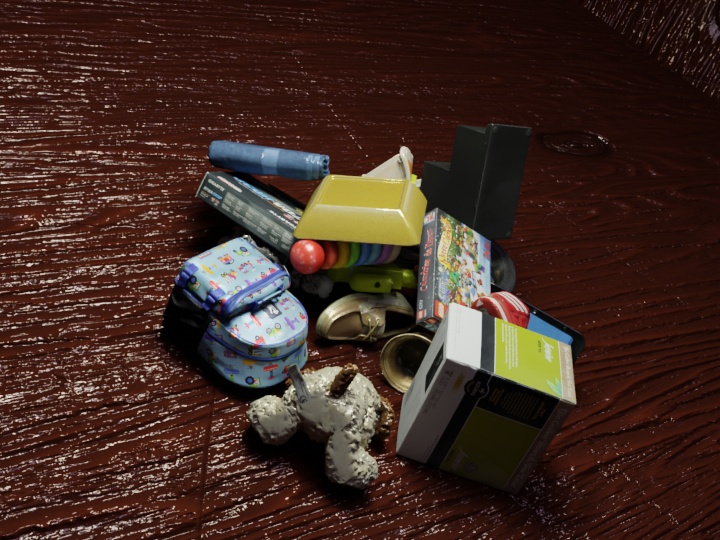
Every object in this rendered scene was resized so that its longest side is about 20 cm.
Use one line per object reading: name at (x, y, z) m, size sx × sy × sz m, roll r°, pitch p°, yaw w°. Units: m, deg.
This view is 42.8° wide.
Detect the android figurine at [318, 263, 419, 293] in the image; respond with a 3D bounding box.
android figurine at (0.000, 0.000, 1.569) m, size 0.198 × 0.041 × 0.182 m, roll 6°, pitch 12°, yaw -12°

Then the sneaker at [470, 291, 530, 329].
sneaker at (0.254, 0.124, 1.463) m, size 0.115 × 0.078 × 0.202 m, roll -21°, pitch 93°, yaw -49°

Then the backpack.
backpack at (-0.165, 0.070, 1.355) m, size 0.200 × 0.135 × 0.182 m, roll 40°, pitch 37°, yaw 22°

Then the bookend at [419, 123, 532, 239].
bookend at (0.195, -0.178, 1.661) m, size 0.091 × 0.201 × 0.200 m, roll -1°, pitch 17°, yaw -31°

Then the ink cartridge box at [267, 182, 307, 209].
ink cartridge box at (-0.063, -0.100, 1.650) m, size 0.199 × 0.048 × 0.146 m, roll 34°, pitch -9°, yaw 14°

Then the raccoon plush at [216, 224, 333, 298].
raccoon plush at (-0.145, -0.012, 1.532) m, size 0.199 × 0.097 × 0.134 m, roll 26°, pitch 24°, yaw -12°

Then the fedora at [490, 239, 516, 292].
fedora at (0.183, 0.009, 1.666) m, size 0.199 × 0.092 × 0.202 m, roll 10°, pitch 41°, yaw -8°

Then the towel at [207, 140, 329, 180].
towel at (-0.154, -0.184, 1.560) m, size 0.198 × 0.049 × 0.112 m, roll 9°, pitch 8°, yaw 5°

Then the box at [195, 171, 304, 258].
box at (-0.154, -0.096, 1.533) m, size 0.199 × 0.046 × 0.159 m, roll 33°, pitch 14°, yaw 12°

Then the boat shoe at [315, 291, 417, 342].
boat shoe at (0.016, 0.080, 1.497) m, size 0.199 × 0.075 × 0.066 m, roll -12°, pitch 41°, yaw -41°

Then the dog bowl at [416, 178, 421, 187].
dog bowl at (0.164, -0.095, 1.825) m, size 0.198 × 0.074 × 0.201 m, roll 16°, pitch 34°, yaw -11°

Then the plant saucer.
plant saucer at (0.004, -0.105, 1.476) m, size 0.198 × 0.049 × 0.200 m, roll 5°, pitch 26°, yaw 6°

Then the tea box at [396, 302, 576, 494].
tea box at (0.179, 0.187, 1.331) m, size 0.195 × 0.201 × 0.134 m, roll 21°, pitch 34°, yaw -5°

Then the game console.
game console at (0.242, 0.142, 1.506) m, size 0.199 × 0.117 × 0.176 m, roll 30°, pitch 34°, yaw 12°

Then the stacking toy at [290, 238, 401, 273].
stacking toy at (-0.028, -0.037, 1.463) m, size 0.199 × 0.086 × 0.085 m, roll -15°, pitch 49°, yaw -43°

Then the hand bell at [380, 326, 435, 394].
hand bell at (0.107, 0.113, 1.505) m, size 0.103 × 0.105 × 0.200 m, roll 26°, pitch 25°, yaw 6°

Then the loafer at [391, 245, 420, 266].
loafer at (0.133, -0.041, 1.584) m, size 0.198 × 0.063 × 0.072 m, roll 4°, pitch 42°, yaw -13°

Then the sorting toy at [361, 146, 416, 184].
sorting toy at (0.041, -0.163, 1.777) m, size 0.107 × 0.199 × 0.180 m, roll 53°, pitch 24°, yaw -15°

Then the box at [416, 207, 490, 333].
box at (0.154, 0.016, 1.492) m, size 0.136 × 0.038 × 0.202 m, roll 28°, pitch 53°, yaw -35°

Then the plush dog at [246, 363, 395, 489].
plush dog at (-0.035, 0.184, 1.284) m, size 0.199 × 0.162 × 0.172 m, roll 27°, pitch 11°, yaw 7°
